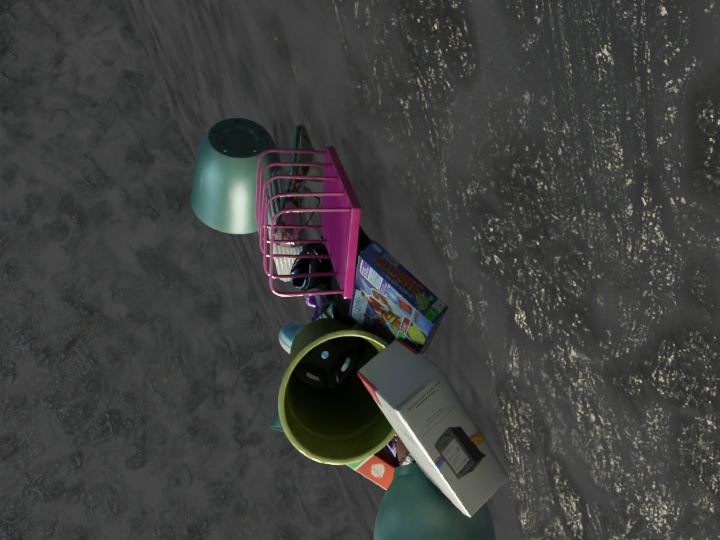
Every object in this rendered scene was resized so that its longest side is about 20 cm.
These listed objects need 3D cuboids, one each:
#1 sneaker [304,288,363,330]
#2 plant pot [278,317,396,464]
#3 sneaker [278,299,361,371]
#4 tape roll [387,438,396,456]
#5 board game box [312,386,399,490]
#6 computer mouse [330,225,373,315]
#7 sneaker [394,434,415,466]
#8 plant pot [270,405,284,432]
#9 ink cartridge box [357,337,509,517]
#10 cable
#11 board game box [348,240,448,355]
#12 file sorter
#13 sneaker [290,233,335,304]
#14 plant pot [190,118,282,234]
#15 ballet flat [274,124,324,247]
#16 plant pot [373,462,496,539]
[{"bbox_3d":[-0.046,0.095,1.335,0.202,0.087,0.082,55,161,32],"label":"sneaker"},{"bbox_3d":[-0.040,0.162,1.072,0.190,0.195,0.205,-134,23,-72],"label":"plant pot"},{"bbox_3d":[-0.072,0.100,1.248,0.195,0.080,0.134,14,126,28],"label":"sneaker"},{"bbox_3d":[0.054,0.307,1.351,0.202,0.064,0.202,57,162,28],"label":"tape roll"},{"bbox_3d":[-0.014,0.290,1.190,0.199,0.040,0.153,42,-178,-37],"label":"board game box"},{"bbox_3d":[0.000,0.000,1.112,0.140,0.052,0.202,55,153,23],"label":"computer mouse"},{"bbox_3d":[0.076,0.252,1.144,0.116,0.075,0.201,46,151,13],"label":"sneaker"},{"bbox_3d":[-0.185,0.461,2.241,0.201,0.194,0.139,113,167,-70],"label":"plant pot"},{"bbox_3d":[0.096,0.210,0.939,0.202,0.085,0.147,56,169,-22],"label":"ink cartridge box"},{"bbox_3d":[-0.133,-0.084,1.275,0.200,0.067,0.207,102,162,-80],"label":"cable"},{"bbox_3d":[0.046,0.058,0.974,0.135,0.034,0.201,42,158,13],"label":"board game box"},{"bbox_3d":[-0.083,-0.073,0.988,0.202,0.121,0.142,-112,24,-55],"label":"file sorter"},{"bbox_3d":[-0.079,0.016,1.216,0.073,0.111,0.203,39,145,27],"label":"sneaker"},{"bbox_3d":[-0.248,-0.204,1.394,0.202,0.196,0.163,55,150,32],"label":"plant pot"},{"bbox_3d":[-0.097,-0.136,1.146,0.069,0.069,0.206,156,126,-82],"label":"ballet flat"},{"bbox_3d":[0.111,0.374,1.066,0.202,0.193,0.138,100,168,-65],"label":"plant pot"}]
